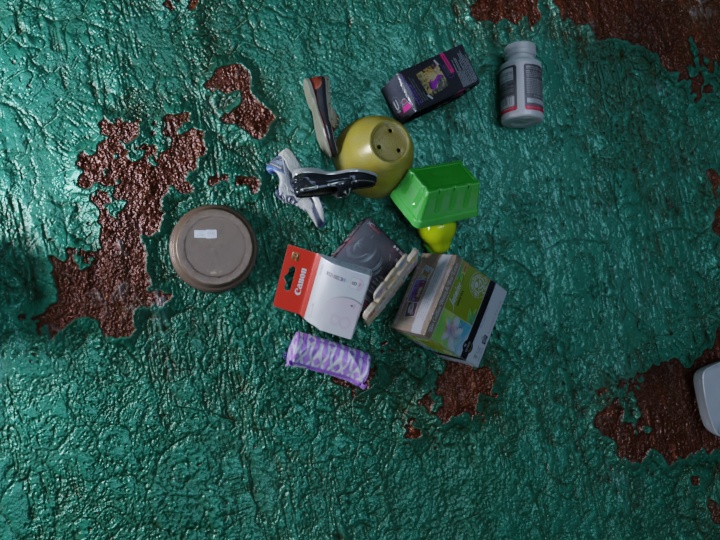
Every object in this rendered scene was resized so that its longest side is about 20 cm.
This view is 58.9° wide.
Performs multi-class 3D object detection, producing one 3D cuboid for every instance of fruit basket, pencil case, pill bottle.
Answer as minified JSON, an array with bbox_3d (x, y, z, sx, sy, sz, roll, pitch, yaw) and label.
[{"bbox_3d":[0.183,-0.146,1.557,0.214,0.217,0.156,-23,55,-17],"label":"fruit basket"},{"bbox_3d":[-0.074,0.204,1.461,0.198,0.084,0.086,17,46,-13],"label":"pencil case"},{"bbox_3d":[0.417,-0.483,1.657,0.109,0.111,0.203,1,85,-16],"label":"pill bottle"}]

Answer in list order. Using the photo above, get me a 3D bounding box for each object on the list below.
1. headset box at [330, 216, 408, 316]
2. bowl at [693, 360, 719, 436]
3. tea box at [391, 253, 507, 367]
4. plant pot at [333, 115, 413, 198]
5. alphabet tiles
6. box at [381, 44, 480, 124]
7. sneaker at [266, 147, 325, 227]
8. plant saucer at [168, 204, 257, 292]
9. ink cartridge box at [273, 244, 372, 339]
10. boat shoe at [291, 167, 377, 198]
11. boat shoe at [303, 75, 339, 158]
[{"bbox_3d":[0.000,0.000,1.507,0.149,0.077,0.200,43,74,-9],"label":"headset box"},{"bbox_3d":[1.017,0.347,1.779,0.198,0.075,0.202,-12,88,-18],"label":"bowl"},{"bbox_3d":[0.210,0.092,1.506,0.196,0.133,0.202,30,77,-30],"label":"tea box"},{"bbox_3d":[0.047,-0.284,1.513,0.197,0.142,0.203,1,85,-16],"label":"plant pot"},{"bbox_3d":[0.071,0.039,1.467,0.015,0.196,0.201,35,75,12],"label":"alphabet tiles"},{"bbox_3d":[0.172,-0.456,1.575,0.198,0.122,0.107,-28,94,-16],"label":"box"},{"bbox_3d":[-0.152,-0.179,1.489,0.085,0.077,0.201,-31,87,-7],"label":"sneaker"},{"bbox_3d":[-0.330,-0.051,1.439,0.197,0.029,0.203,1,85,-15],"label":"plant saucer"},{"bbox_3d":[-0.089,0.049,1.433,0.198,0.057,0.164,15,111,-4],"label":"ink cartridge box"},{"bbox_3d":[-0.056,-0.191,1.440,0.197,0.076,0.061,-2,75,-10],"label":"boat shoe"},{"bbox_3d":[-0.082,-0.369,1.523,0.062,0.071,0.202,-14,85,-20],"label":"boat shoe"}]
